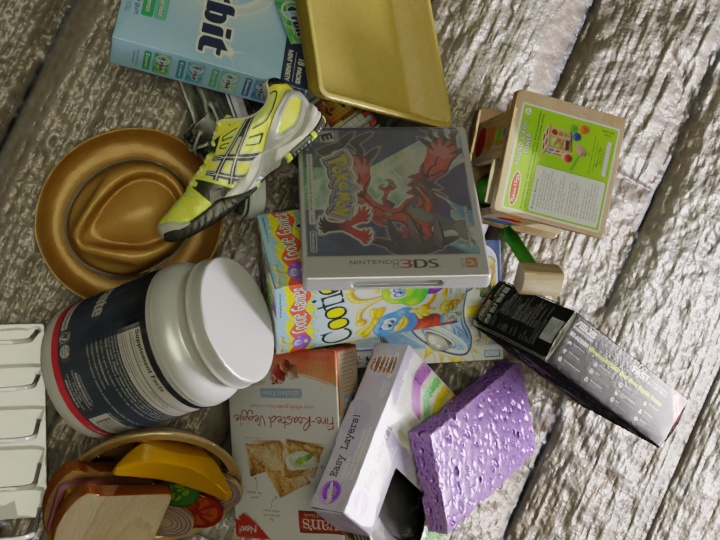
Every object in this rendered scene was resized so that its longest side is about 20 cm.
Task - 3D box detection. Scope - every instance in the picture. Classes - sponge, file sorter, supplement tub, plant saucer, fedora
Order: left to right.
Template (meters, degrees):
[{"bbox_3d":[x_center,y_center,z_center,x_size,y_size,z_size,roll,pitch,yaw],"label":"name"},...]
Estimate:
[{"bbox_3d":[-0.384,0.158,1.063,0.137,0.124,0.204,-1,91,-13],"label":"file sorter"},{"bbox_3d":[-0.237,-0.054,1.112,0.197,0.082,0.204,0,91,-12],"label":"fedora"},{"bbox_3d":[-0.199,0.076,1.057,0.198,0.140,0.142,-19,97,23],"label":"supplement tub"},{"bbox_3d":[0.002,-0.247,1.128,0.198,0.048,0.203,7,68,-45],"label":"plant saucer"},{"bbox_3d":[0.126,0.186,1.167,0.199,0.030,0.113,-28,110,-49],"label":"sponge"}]

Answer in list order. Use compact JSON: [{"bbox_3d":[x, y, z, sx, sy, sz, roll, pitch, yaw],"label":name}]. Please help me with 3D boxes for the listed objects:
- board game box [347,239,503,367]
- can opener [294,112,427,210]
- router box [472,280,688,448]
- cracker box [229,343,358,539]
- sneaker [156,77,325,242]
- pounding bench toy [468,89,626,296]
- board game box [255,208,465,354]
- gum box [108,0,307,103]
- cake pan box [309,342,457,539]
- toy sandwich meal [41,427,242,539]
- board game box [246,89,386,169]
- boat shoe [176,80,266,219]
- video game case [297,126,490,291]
[{"bbox_3d":[0.061,0.036,1.207,0.197,0.034,0.138,-3,92,-12],"label":"board game box"},{"bbox_3d":[0.001,-0.089,1.177,0.199,0.053,0.067,-37,82,-10],"label":"can opener"},{"bbox_3d":[0.237,0.100,1.167,0.199,0.150,0.063,36,85,-27],"label":"router box"},{"bbox_3d":[-0.068,0.181,1.136,0.132,0.058,0.203,-2,93,25],"label":"cracker box"},{"bbox_3d":[-0.129,-0.107,1.068,0.200,0.075,0.077,-42,99,-5],"label":"sneaker"},{"bbox_3d":[0.181,-0.072,1.169,0.122,0.156,0.203,12,87,-12],"label":"pounding bench toy"},{"bbox_3d":[0.000,0.000,1.102,0.197,0.106,0.104,-9,49,-11],"label":"board game box"},{"bbox_3d":[-0.144,-0.267,1.112,0.197,0.045,0.172,12,61,-12],"label":"gum box"},{"bbox_3d":[0.044,0.207,1.126,0.184,0.052,0.202,47,55,-37],"label":"cake pan box"},{"bbox_3d":[-0.216,0.236,1.084,0.202,0.071,0.207,-7,134,-7],"label":"toy sandwich meal"},{"bbox_3d":[-0.044,-0.163,1.155,0.104,0.023,0.201,-36,81,-9],"label":"board game box"},{"bbox_3d":[-0.155,-0.147,1.133,0.070,0.072,0.203,-14,84,-27],"label":"boat shoe"},{"bbox_3d":[0.028,-0.066,1.073,0.179,0.023,0.202,-1,51,-5],"label":"video game case"}]
